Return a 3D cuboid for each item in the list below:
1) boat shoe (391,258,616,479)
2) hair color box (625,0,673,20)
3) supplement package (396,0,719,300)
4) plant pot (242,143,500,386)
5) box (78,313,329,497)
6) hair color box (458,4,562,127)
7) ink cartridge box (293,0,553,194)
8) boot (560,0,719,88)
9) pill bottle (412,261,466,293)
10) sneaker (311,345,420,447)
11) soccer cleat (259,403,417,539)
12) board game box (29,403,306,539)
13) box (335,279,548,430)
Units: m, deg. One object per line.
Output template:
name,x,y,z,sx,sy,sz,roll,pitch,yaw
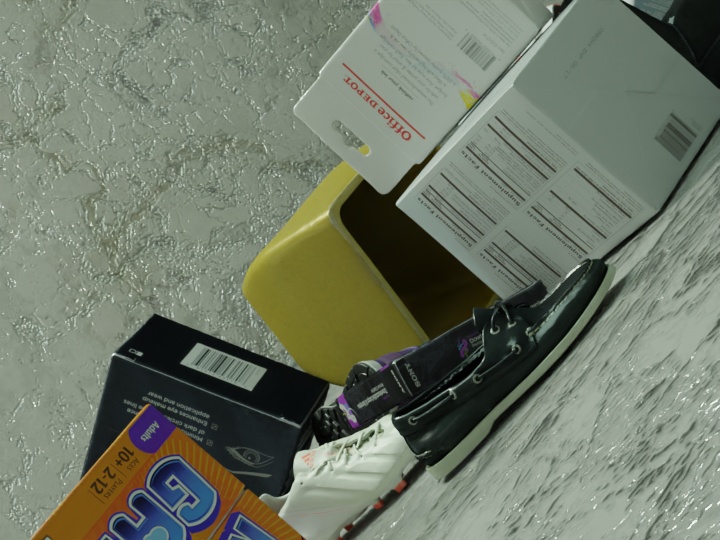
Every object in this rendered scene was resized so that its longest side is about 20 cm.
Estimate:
boat shoe,0.098,0.057,1.282,0.199,0.066,0.075,-49,2,15
hair color box,0.263,-0.225,1.709,0.099,0.060,0.201,136,147,-62
supplement package,0.162,-0.095,1.451,0.152,0.151,0.200,-51,4,-37
plant pot,0.000,0.000,1.768,0.200,0.196,0.194,-25,18,41
box,-0.159,0.178,1.765,0.117,0.196,0.201,-53,-17,-66
hair color box,0.157,-0.175,1.649,0.200,0.064,0.111,-178,90,-71
ink cartridge box,0.050,-0.174,1.494,0.200,0.117,0.067,-47,1,24
boot,0.278,-0.236,1.514,0.200,0.165,0.066,-50,24,-14
pill bottle,0.108,-0.048,1.935,0.114,0.114,0.200,-47,-7,35
sneaker,0.023,0.132,1.663,0.087,0.076,0.200,-23,-15,-28
soccer cleat,-0.011,0.163,1.457,0.200,0.078,0.069,-47,3,31
board game box,-0.176,0.269,1.348,0.200,0.200,0.200,-47,3,37
box,0.066,0.072,1.470,0.143,0.036,0.200,-29,-6,-18
